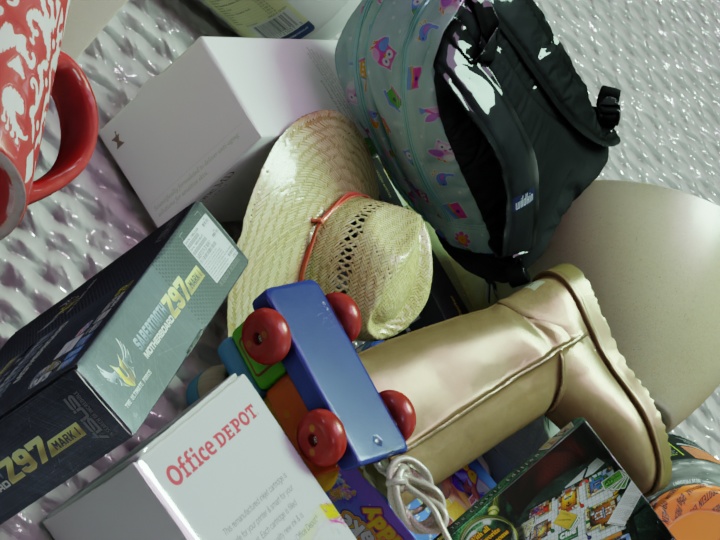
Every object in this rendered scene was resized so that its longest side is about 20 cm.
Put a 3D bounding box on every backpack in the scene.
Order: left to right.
[{"bbox_3d":[0.074,-0.110,1.632,0.167,0.126,0.200,-58,136,-28],"label":"backpack"}]

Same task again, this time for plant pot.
[{"bbox_3d":[0.185,0.044,1.734,0.200,0.199,0.135,34,56,-36],"label":"plant pot"}]

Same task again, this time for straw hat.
[{"bbox_3d":[0.000,0.000,1.574,0.201,0.085,0.203,-26,121,-56],"label":"straw hat"}]

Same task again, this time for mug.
[{"bbox_3d":[-0.215,-0.112,1.395,0.177,0.134,0.201,21,44,-21],"label":"mug"}]

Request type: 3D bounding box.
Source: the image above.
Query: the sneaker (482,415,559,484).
[{"bbox_3d":[0.115,0.121,1.701,0.073,0.071,0.201,-88,161,-49],"label":"sneaker"}]

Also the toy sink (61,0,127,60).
[{"bbox_3d":[-0.223,-0.248,1.508,0.200,0.130,0.112,35,13,-34],"label":"toy sink"}]

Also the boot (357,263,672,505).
[{"bbox_3d":[0.090,0.105,1.575,0.199,0.066,0.176,-27,87,-33],"label":"boot"}]

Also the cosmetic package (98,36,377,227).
[{"bbox_3d":[-0.070,-0.095,1.641,0.085,0.107,0.200,57,28,12],"label":"cosmetic package"}]

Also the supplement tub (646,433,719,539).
[{"bbox_3d":[0.223,0.186,1.727,0.123,0.122,0.200,53,0,-6],"label":"supplement tub"}]

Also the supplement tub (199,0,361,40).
[{"bbox_3d":[-0.087,-0.265,1.754,0.200,0.145,0.146,39,32,-30],"label":"supplement tub"}]

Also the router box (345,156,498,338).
[{"bbox_3d":[0.065,0.010,1.808,0.157,0.052,0.201,-9,69,-60],"label":"router box"}]

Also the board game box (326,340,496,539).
[{"bbox_3d":[0.039,0.157,1.619,0.200,0.045,0.135,52,28,-8],"label":"board game box"}]

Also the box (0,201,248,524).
[{"bbox_3d":[-0.156,0.058,1.289,0.051,0.157,0.200,50,29,-11],"label":"box"}]

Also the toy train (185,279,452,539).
[{"bbox_3d":[-0.025,0.118,1.474,0.084,0.116,0.201,-12,68,-50],"label":"toy train"}]

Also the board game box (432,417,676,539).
[{"bbox_3d":[0.095,0.196,1.532,0.105,0.200,0.023,53,-9,-10],"label":"board game box"}]

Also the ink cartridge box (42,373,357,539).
[{"bbox_3d":[-0.067,0.180,1.382,0.201,0.085,0.148,55,28,-1],"label":"ink cartridge box"}]
